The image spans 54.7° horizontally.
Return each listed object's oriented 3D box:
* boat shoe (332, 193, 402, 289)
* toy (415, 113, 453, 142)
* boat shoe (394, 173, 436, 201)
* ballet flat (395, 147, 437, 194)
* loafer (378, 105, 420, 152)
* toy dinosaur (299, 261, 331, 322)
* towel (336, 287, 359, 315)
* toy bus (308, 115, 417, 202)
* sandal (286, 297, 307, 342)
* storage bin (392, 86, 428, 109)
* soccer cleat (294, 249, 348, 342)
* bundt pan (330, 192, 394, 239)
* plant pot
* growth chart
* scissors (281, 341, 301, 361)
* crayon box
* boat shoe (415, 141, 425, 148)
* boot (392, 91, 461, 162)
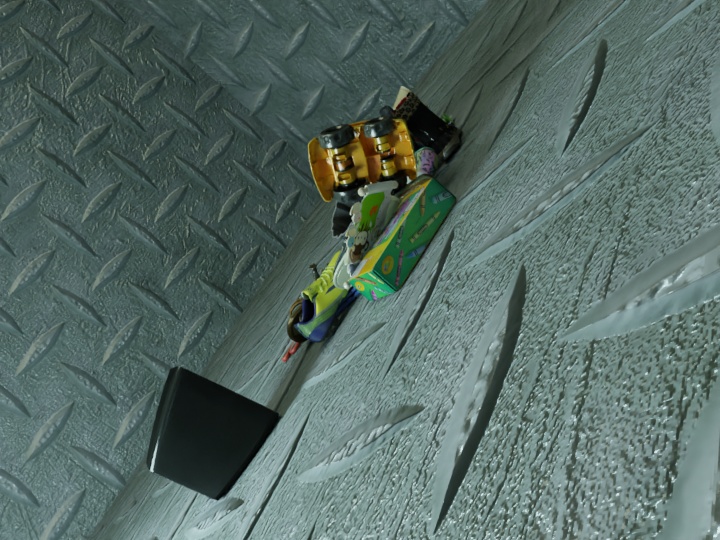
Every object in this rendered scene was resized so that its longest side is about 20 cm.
[{"bbox_3d":[0.002,-0.062,1.300,0.202,0.073,0.066,-61,40,15],"label":"boat shoe"},{"bbox_3d":[0.153,-0.310,1.741,0.200,0.047,0.116,-48,9,22],"label":"toy"},{"bbox_3d":[0.069,-0.101,1.327,0.200,0.071,0.077,-43,26,28],"label":"boat shoe"},{"bbox_3d":[0.106,-0.179,1.481,0.200,0.068,0.073,135,151,-56],"label":"ballet flat"},{"bbox_3d":[0.073,-0.297,1.542,0.070,0.068,0.203,-34,44,12],"label":"loafer"},{"bbox_3d":[-0.073,0.050,1.452,0.075,0.103,0.202,-14,39,20],"label":"toy dinosaur"},{"bbox_3d":[0.000,0.000,1.430,0.147,0.024,0.201,-46,12,36],"label":"towel"},{"bbox_3d":[0.013,-0.236,1.367,0.195,0.138,0.193,-11,23,13],"label":"toy bus"},{"bbox_3d":[-0.123,0.088,1.500,0.053,0.082,0.201,1,27,16],"label":"sandal"},{"bbox_3d":[0.064,-0.314,1.709,0.201,0.093,0.199,-53,-4,-18],"label":"storage bin"},{"bbox_3d":[-0.068,0.038,1.340,0.064,0.083,0.204,-29,37,57],"label":"soccer cleat"},{"bbox_3d":[0.012,-0.149,1.503,0.203,0.074,0.204,-55,22,35],"label":"bundt pan"},{"bbox_3d":[-0.289,0.299,1.264,0.180,0.197,0.199,-66,14,-17],"label":"plant pot"},{"bbox_3d":[0.014,-0.064,1.211,0.144,0.017,0.204,-32,-40,-51],"label":"growth chart"},{"bbox_3d":[-0.124,0.123,1.592,0.073,0.014,0.202,-43,15,52],"label":"scissors"},{"bbox_3d":[0.070,-0.051,1.179,0.202,0.058,0.119,-56,11,-19],"label":"crayon box"},{"bbox_3d":[0.095,-0.213,1.633,0.201,0.071,0.073,-57,8,45],"label":"boat shoe"},{"bbox_3d":[0.143,-0.317,1.508,0.073,0.150,0.201,-46,11,21],"label":"boot"}]
